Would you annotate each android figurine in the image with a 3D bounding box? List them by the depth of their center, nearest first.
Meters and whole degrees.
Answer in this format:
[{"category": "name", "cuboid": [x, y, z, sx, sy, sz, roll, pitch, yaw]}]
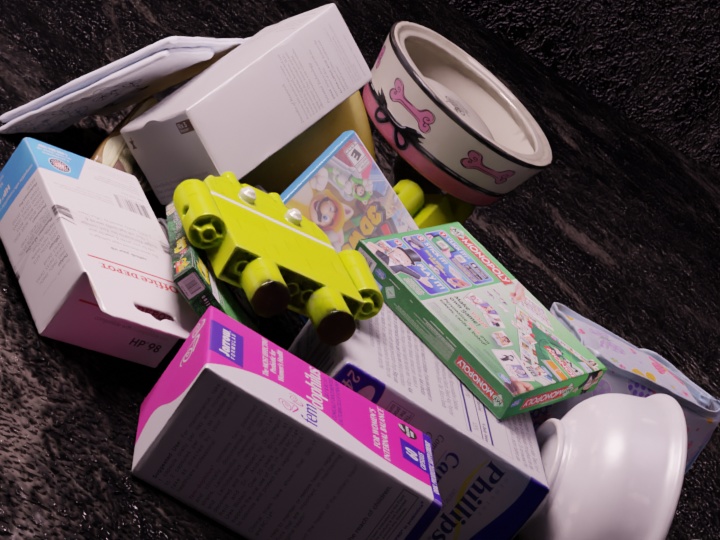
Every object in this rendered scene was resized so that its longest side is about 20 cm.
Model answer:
[{"category": "android figurine", "cuboid": [-0.067, -0.017, 1.390, 0.181, 0.041, 0.200, 25, 20, -27]}, {"category": "android figurine", "cuboid": [0.052, 0.013, 1.665, 0.041, 0.183, 0.200, 5, 38, 38]}]

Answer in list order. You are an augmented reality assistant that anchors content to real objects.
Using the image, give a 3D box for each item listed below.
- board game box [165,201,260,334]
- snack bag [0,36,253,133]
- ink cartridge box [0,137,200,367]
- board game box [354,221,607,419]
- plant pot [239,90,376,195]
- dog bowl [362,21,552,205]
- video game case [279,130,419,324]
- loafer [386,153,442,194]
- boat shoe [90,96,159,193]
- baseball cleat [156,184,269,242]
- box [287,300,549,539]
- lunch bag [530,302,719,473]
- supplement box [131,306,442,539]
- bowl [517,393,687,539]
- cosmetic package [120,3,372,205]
[{"category": "board game box", "cuboid": [-0.114, 0.012, 1.385, 0.105, 0.023, 0.200, 59, 3, -18]}, {"category": "snack bag", "cuboid": [-0.208, -0.168, 1.610, 0.022, 0.187, 0.200, 68, 20, 0]}, {"category": "ink cartridge box", "cuboid": [-0.199, -0.001, 1.345, 0.115, 0.067, 0.201, 21, 29, -43]}, {"category": "board game box", "cuboid": [0.100, 0.038, 1.507, 0.134, 0.029, 0.200, -10, 47, -47]}, {"category": "plant pot", "cuboid": [-0.060, -0.076, 1.676, 0.143, 0.199, 0.200, 59, 11, -16]}, {"category": "dog bowl", "cuboid": [0.086, -0.144, 1.694, 0.199, 0.074, 0.201, 35, 23, -17]}, {"category": "video game case", "cuboid": [0.000, 0.000, 1.556, 0.018, 0.143, 0.201, -3, -53, 54]}, {"category": "loafer", "cuboid": [0.038, -0.047, 1.786, 0.075, 0.201, 0.070, 30, -13, 7]}, {"category": "boat shoe", "cuboid": [-0.207, -0.097, 1.609, 0.065, 0.073, 0.200, 39, 26, -8]}, {"category": "baseball cleat", "cuboid": [-0.134, -0.037, 1.519, 0.199, 0.107, 0.070, 9, 37, -54]}, {"category": "box", "cuboid": [0.039, 0.125, 1.444, 0.199, 0.105, 0.184, 32, 17, -13]}, {"category": "lunch bag", "cuboid": [0.218, 0.151, 1.627, 0.199, 0.170, 0.127, 26, 16, -27]}, {"category": "supplement box", "cuboid": [-0.052, 0.131, 1.255, 0.199, 0.104, 0.101, 30, 19, -16]}, {"category": "bowl", "cuboid": [0.179, 0.181, 1.443, 0.090, 0.202, 0.201, 22, 19, -9]}, {"category": "cosmetic package", "cuboid": [-0.098, -0.146, 1.549, 0.200, 0.112, 0.082, -41, 109, -32]}]
